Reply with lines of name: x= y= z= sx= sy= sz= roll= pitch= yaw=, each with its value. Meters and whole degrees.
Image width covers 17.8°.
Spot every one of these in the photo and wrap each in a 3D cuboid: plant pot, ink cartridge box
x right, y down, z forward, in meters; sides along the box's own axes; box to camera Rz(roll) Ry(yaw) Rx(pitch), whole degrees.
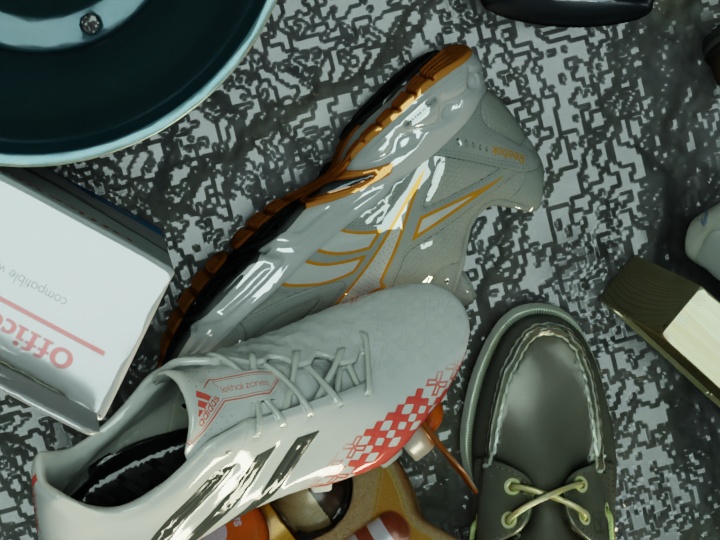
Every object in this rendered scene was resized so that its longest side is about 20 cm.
plant pot: x=-0.131 y=-0.149 z=0.906 sx=0.198 sy=0.188 sz=0.202 roll=-1 pitch=97 yaw=-7
ink cartridge box: x=-0.138 y=-0.004 z=0.914 sx=0.115 sy=0.200 sz=0.067 roll=28 pitch=93 yaw=-9

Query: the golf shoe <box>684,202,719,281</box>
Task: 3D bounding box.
golf shoe: x=0.223 y=0.025 z=1.033 sx=0.200 sy=0.097 sz=0.079 roll=47 pitch=57 yaw=-31

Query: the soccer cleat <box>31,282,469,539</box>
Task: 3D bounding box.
soccer cleat: x=-0.043 y=0.058 z=0.929 sx=0.199 sy=0.085 sz=0.069 roll=-29 pitch=57 yaw=-8

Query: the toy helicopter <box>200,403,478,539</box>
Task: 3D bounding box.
toy helicopter: x=0.020 y=0.111 z=0.983 sx=0.199 sy=0.079 sz=0.133 roll=24 pitch=76 yaw=18

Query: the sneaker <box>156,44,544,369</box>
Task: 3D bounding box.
sneaker: x=0.000 y=0.000 z=0.998 sx=0.200 sy=0.076 sz=0.092 roll=-43 pitch=104 yaw=1

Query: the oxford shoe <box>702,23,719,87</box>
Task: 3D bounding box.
oxford shoe: x=0.243 y=-0.064 z=1.007 sx=0.198 sy=0.073 sz=0.085 roll=13 pitch=71 yaw=-6

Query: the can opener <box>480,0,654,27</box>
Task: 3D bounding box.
can opener: x=0.146 y=-0.140 z=1.002 sx=0.198 sy=0.063 sz=0.079 roll=0 pitch=79 yaw=-5

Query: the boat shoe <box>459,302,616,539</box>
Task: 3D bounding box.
boat shoe: x=0.082 y=0.118 z=1.024 sx=0.071 sy=0.060 sz=0.204 roll=1 pitch=96 yaw=-7

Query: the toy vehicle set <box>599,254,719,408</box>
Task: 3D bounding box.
toy vehicle set: x=0.195 y=0.074 z=1.001 sx=0.200 sy=0.124 sz=0.027 roll=42 pitch=91 yaw=-10
